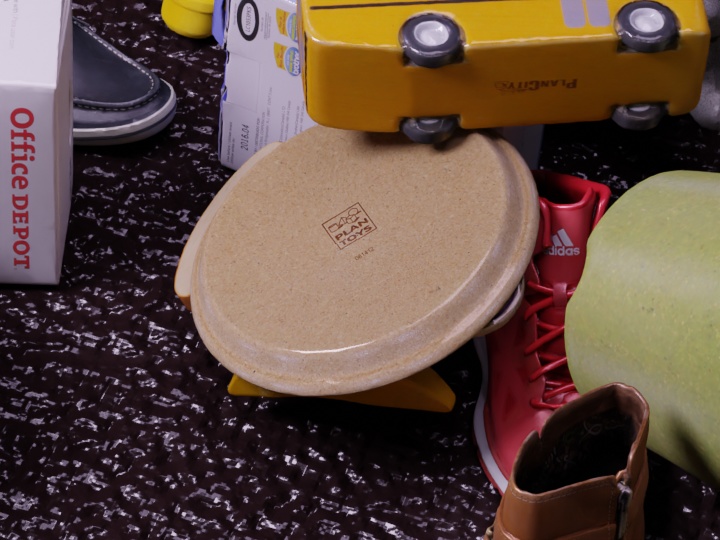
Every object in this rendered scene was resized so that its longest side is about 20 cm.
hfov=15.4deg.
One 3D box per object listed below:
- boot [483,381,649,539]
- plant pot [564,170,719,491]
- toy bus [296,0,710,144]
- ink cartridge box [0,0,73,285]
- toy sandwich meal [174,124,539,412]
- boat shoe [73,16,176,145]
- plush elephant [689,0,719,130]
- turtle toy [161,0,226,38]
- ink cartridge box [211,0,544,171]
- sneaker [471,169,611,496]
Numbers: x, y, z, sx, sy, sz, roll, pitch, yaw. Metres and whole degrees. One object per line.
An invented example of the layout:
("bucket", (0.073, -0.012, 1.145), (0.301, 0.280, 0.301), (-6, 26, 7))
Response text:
("boot", (0.072, 0.155, 1.175), (0.076, 0.156, 0.200), (30, 49, 22))
("plant pot", (0.202, 0.035, 1.233), (0.200, 0.202, 0.184), (-30, 30, -31))
("toy bus", (0.069, -0.115, 1.323), (0.198, 0.065, 0.079), (-4, 51, -4))
("ink cartridge box", (-0.250, -0.072, 1.374), (0.198, 0.147, 0.083), (1, 45, -4))
("toy sandwich meal", (0.000, 0.000, 1.343), (0.204, 0.070, 0.206), (-13, 46, 14))
("boat shoe", (-0.194, -0.128, 1.499), (0.199, 0.063, 0.075), (26, 46, 17))
("plush elephant", (0.164, -0.149, 1.453), (0.164, 0.201, 0.155), (-19, 36, -33))
("turtle toy", (-0.103, -0.239, 1.579), (0.200, 0.147, 0.101), (37, 32, 28))
("ink cartridge box", (-0.001, -0.104, 1.441), (0.199, 0.137, 0.076), (21, 45, 14))
("sneaker", (0.095, 0.030, 1.332), (0.078, 0.116, 0.201), (-7, 46, -13))
